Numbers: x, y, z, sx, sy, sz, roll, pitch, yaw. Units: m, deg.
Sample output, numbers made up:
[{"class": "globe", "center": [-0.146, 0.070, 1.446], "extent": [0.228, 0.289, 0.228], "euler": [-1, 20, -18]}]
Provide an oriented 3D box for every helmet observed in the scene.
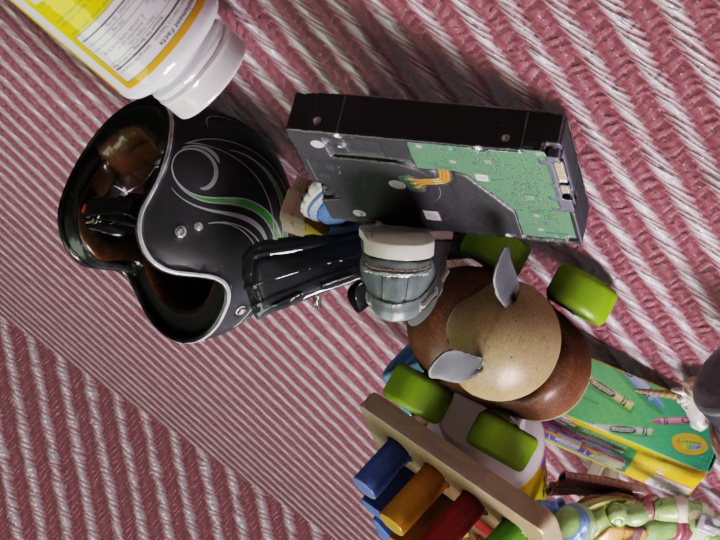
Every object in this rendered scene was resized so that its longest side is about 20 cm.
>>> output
[{"class": "helmet", "center": [-0.152, -0.043, 1.638], "extent": [0.190, 0.201, 0.199], "euler": [33, 168, -37]}]

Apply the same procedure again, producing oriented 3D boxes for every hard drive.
[{"class": "hard drive", "center": [0.059, -0.074, 1.316], "extent": [0.199, 0.038, 0.140], "euler": [7, 156, 19]}]

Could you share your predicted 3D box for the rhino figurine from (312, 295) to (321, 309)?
[{"class": "rhino figurine", "center": [-0.061, -0.015, 1.807], "extent": [0.087, 0.060, 0.200], "euler": [29, 166, 17]}]

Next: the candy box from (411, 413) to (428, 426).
[{"class": "candy box", "center": [0.109, 0.134, 1.804], "extent": [0.055, 0.116, 0.200], "euler": [37, 164, -11]}]

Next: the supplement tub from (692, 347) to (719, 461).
[{"class": "supplement tub", "center": [0.334, 0.135, 1.374], "extent": [0.200, 0.107, 0.107], "euler": [41, 163, -27]}]

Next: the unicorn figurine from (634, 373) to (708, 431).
[{"class": "unicorn figurine", "center": [0.318, 0.161, 1.497], "extent": [0.138, 0.074, 0.200], "euler": [49, -174, -19]}]

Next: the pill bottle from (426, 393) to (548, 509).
[{"class": "pill bottle", "center": [0.110, 0.167, 1.591], "extent": [0.104, 0.104, 0.200], "euler": [27, 156, 21]}]

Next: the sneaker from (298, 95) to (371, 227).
[{"class": "sneaker", "center": [0.010, -0.067, 1.474], "extent": [0.089, 0.079, 0.200], "euler": [36, 164, 0]}]

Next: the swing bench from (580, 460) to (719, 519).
[{"class": "swing bench", "center": [0.307, 0.293, 1.864], "extent": [0.199, 0.130, 0.199], "euler": [28, 164, 19]}]

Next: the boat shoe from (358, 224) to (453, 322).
[{"class": "boat shoe", "center": [0.032, -0.001, 1.390], "extent": [0.072, 0.062, 0.200], "euler": [3, -174, 5]}]

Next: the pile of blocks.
[{"class": "pile of blocks", "center": [0.007, -0.032, 1.629], "extent": [0.082, 0.063, 0.200], "euler": [2, 155, 41]}]

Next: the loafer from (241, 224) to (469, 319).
[{"class": "loafer", "center": [0.000, 0.000, 1.539], "extent": [0.199, 0.071, 0.068], "euler": [-8, 178, -7]}]

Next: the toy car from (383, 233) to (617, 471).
[{"class": "toy car", "center": [0.094, 0.047, 1.403], "extent": [0.157, 0.165, 0.200], "euler": [28, 178, 18]}]

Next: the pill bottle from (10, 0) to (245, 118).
[{"class": "pill bottle", "center": [-0.184, -0.206, 1.381], "extent": [0.200, 0.110, 0.109], "euler": [40, 163, -23]}]

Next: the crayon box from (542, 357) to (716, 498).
[{"class": "crayon box", "center": [0.219, 0.131, 1.633], "extent": [0.199, 0.059, 0.119], "euler": [23, 163, 7]}]

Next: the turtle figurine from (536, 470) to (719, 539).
[{"class": "turtle figurine", "center": [0.252, 0.260, 1.574], "extent": [0.199, 0.145, 0.193], "euler": [17, -178, 34]}]

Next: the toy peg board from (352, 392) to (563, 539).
[{"class": "toy peg board", "center": [0.070, 0.231, 1.493], "extent": [0.199, 0.098, 0.200], "euler": [32, 157, 34]}]

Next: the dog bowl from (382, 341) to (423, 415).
[{"class": "dog bowl", "center": [0.081, 0.083, 1.734], "extent": [0.050, 0.111, 0.200], "euler": [48, 163, -4]}]
